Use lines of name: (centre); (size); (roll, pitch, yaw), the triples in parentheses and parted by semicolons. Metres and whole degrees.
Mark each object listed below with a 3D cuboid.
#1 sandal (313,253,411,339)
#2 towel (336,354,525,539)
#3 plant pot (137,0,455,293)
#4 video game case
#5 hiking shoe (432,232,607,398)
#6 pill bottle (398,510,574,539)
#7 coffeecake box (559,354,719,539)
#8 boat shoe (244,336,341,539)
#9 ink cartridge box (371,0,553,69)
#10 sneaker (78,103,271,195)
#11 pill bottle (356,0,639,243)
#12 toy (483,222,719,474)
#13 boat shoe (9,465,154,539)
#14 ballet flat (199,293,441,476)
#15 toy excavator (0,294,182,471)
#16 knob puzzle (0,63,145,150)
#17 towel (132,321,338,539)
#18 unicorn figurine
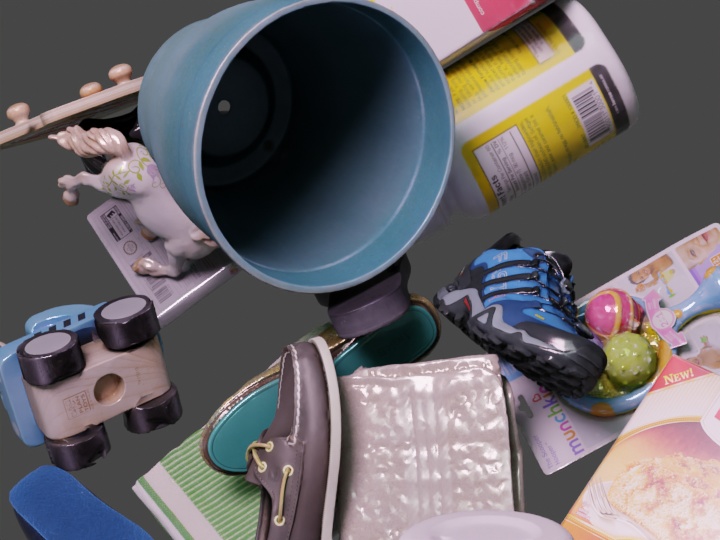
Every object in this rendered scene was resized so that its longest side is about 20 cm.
sandal: (0.001, 0.000, 1.188); (0.076, 0.043, 0.200); (-25, 12, -3)
towel: (0.046, 0.160, 1.110); (0.132, 0.034, 0.201); (-6, 77, 19)
plant pot: (-0.066, -0.104, 1.160); (0.200, 0.200, 0.188); (-47, 32, -11)
video game case: (-0.119, -0.058, 1.365); (0.200, 0.018, 0.143); (-36, 52, -3)
hiking shoe: (0.118, 0.022, 1.131); (0.087, 0.074, 0.200); (-52, 27, -2)
pill bottle: (0.077, 0.254, 0.974); (0.110, 0.111, 0.201); (2, 101, 23)
coffeecake box: (0.218, 0.176, 1.036); (0.153, 0.073, 0.200); (25, 70, 35)
boat shoe: (-0.049, 0.147, 1.114); (0.060, 0.072, 0.203); (1, 89, -14)
ink cartridge box: (0.064, -0.206, 1.259); (0.200, 0.084, 0.145); (-29, 4, 34)
sneaker: (-0.147, -0.105, 1.344); (0.198, 0.083, 0.071); (-4, 57, 20)
pill bottle: (0.103, -0.112, 1.249); (0.199, 0.114, 0.115); (-31, 52, 0)
toy: (0.190, 0.044, 1.151); (0.199, 0.047, 0.115); (-28, 50, 2)
boat shoe: (-0.181, 0.215, 1.183); (0.084, 0.069, 0.200); (-31, 46, -16)
ballet flat: (-0.031, 0.081, 1.187); (0.199, 0.071, 0.071); (-34, 52, -6)
toy excavator: (-0.261, 0.079, 1.282); (0.194, 0.100, 0.200); (-24, 25, -23)
knob puzzle: (-0.214, -0.150, 1.364); (0.219, 0.220, 0.031); (-20, 95, 9)
towel: (-0.055, 0.143, 1.204); (0.200, 0.023, 0.153); (-41, 54, -9)
unicorn figurine: (-0.149, -0.048, 1.288); (0.137, 0.200, 0.074); (-15, 54, 47)
